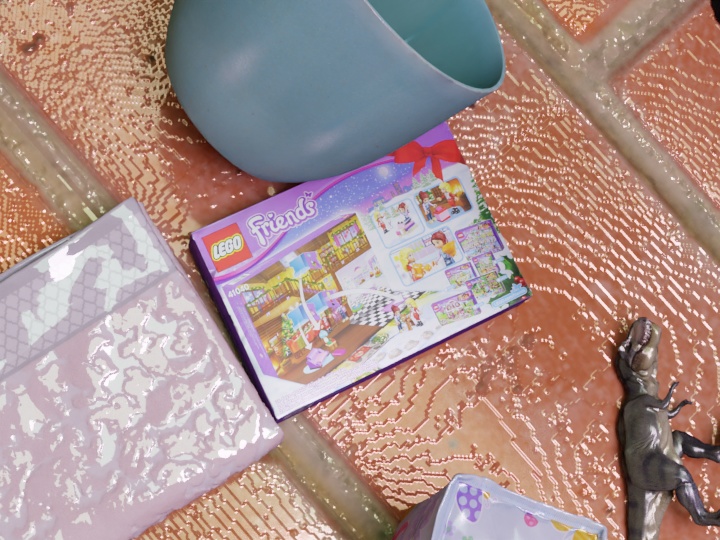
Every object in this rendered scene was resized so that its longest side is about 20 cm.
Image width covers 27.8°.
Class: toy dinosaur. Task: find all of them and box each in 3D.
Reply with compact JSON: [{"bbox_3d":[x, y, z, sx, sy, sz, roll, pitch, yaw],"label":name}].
[{"bbox_3d":[0.213,0.136,0.990,0.087,0.047,0.203,2,76,14],"label":"toy dinosaur"}]

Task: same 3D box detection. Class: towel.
[{"bbox_3d":[-0.178,0.080,0.929,0.199,0.032,0.192,-31,83,-6],"label":"towel"}]

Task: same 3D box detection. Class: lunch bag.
[{"bbox_3d":[0.059,0.242,0.874,0.126,0.170,0.202,23,70,-1],"label":"lunch bag"}]

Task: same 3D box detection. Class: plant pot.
[{"bbox_3d":[-0.030,-0.153,0.941,0.160,0.200,0.202,-35,82,27],"label":"plant pot"}]

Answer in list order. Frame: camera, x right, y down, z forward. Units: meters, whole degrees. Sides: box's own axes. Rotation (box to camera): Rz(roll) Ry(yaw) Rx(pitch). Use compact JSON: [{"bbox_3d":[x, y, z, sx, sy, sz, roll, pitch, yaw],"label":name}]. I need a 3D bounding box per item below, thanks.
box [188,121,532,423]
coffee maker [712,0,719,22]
[{"bbox_3d":[0.000,0.000,0.990,0.198,0.039,0.138,-24,83,-14],"label":"box"},{"bbox_3d":[0.334,-0.228,1.022,0.190,0.200,0.136,25,72,-3],"label":"coffee maker"}]
